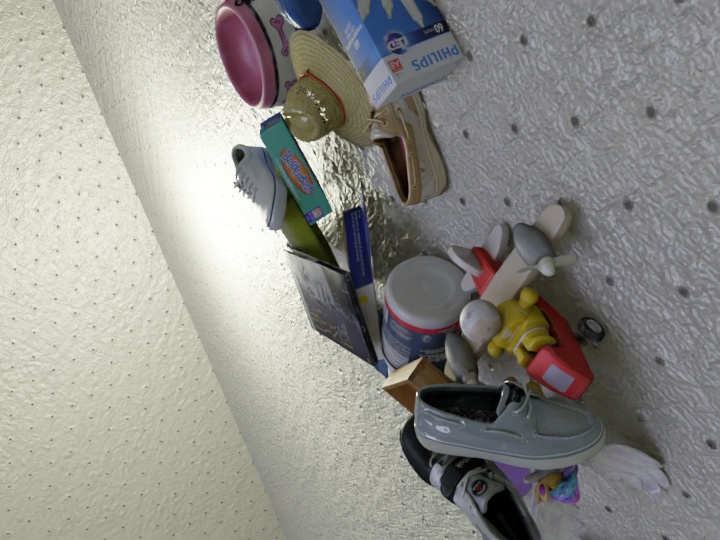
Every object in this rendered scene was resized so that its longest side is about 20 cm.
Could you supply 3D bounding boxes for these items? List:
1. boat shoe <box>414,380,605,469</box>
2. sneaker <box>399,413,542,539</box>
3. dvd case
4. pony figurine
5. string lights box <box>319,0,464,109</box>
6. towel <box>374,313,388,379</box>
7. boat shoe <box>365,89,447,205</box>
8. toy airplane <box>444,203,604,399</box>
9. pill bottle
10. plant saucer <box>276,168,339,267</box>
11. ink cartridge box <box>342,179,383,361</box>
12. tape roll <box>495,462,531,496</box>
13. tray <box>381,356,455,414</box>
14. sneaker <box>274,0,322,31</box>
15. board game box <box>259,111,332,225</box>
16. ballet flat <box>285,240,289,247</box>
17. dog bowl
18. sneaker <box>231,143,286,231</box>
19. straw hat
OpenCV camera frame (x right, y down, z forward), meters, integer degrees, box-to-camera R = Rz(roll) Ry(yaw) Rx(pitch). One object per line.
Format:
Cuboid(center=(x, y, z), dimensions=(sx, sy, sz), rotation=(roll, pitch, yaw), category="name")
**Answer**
Cuboid(center=(0.149, 0.151, 0.666), dimensions=(0.196, 0.071, 0.073), rotation=(0, 125, 16), category="boat shoe")
Cuboid(center=(0.121, 0.224, 0.696), dimensions=(0.200, 0.074, 0.089), rotation=(42, 162, 21), category="sneaker")
Cuboid(center=(-0.049, 0.050, 0.988), dimensions=(0.199, 0.016, 0.151), rotation=(23, 136, 57), category="dvd case")
Cuboid(center=(0.225, 0.220, 0.754), dimensions=(0.191, 0.167, 0.201), rotation=(33, -163, -23), category="pony figurine")
Cuboid(center=(0.019, -0.294, 0.715), dimensions=(0.203, 0.102, 0.059), rotation=(61, 154, 2), category="string lights box")
Cuboid(center=(0.050, 0.146, 1.156), dimensions=(0.200, 0.048, 0.113), rotation=(44, 150, 34), category="towel")
Cuboid(center=(0.043, -0.179, 0.821), dimensions=(0.203, 0.068, 0.073), rotation=(65, 155, -4), category="boat shoe")
Cuboid(center=(0.157, 0.038, 0.723), dimensions=(0.197, 0.139, 0.205), rotation=(-5, 91, 50), category="toy airplane")
Cuboid(center=(0.089, 0.090, 0.938), dimensions=(0.120, 0.118, 0.203), rotation=(45, 151, 32), category="pill bottle")
Cuboid(center=(-0.100, -0.068, 1.106), dimensions=(0.202, 0.047, 0.201), rotation=(59, -178, -30), category="plant saucer")
Cuboid(center=(0.000, 0.000, 1.011), dimensions=(0.200, 0.046, 0.203), rotation=(-97, -2, -51), category="ink cartridge box")
Cuboid(center=(0.177, 0.283, 1.023), dimensions=(0.200, 0.065, 0.203), rotation=(45, 151, 34), category="tape roll")
Cuboid(center=(0.088, 0.162, 0.825), dimensions=(0.098, 0.037, 0.200), rotation=(39, 165, 3), category="tray")
Cuboid(center=(-0.071, -0.401, 0.818), dimensions=(0.089, 0.077, 0.203), rotation=(45, 150, 38), category="sneaker")
Cuboid(center=(-0.106, -0.170, 1.040), dimensions=(0.154, 0.044, 0.200), rotation=(61, -178, -20), category="board game box")
Cuboid(center=(-0.090, 0.017, 1.282), dimensions=(0.203, 0.066, 0.068), rotation=(62, 156, 2), category="ballet flat")
Cuboid(center=(-0.168, -0.358, 1.058), dimensions=(0.200, 0.073, 0.203), rotation=(45, 150, 35), category="dog bowl")
Cuboid(center=(-0.163, -0.130, 1.005), dimensions=(0.201, 0.069, 0.074), rotation=(-117, 40, -49), category="sneaker")
Cuboid(center=(-0.067, -0.230, 0.917), dimensions=(0.201, 0.085, 0.202), rotation=(44, 164, 16), category="straw hat")
